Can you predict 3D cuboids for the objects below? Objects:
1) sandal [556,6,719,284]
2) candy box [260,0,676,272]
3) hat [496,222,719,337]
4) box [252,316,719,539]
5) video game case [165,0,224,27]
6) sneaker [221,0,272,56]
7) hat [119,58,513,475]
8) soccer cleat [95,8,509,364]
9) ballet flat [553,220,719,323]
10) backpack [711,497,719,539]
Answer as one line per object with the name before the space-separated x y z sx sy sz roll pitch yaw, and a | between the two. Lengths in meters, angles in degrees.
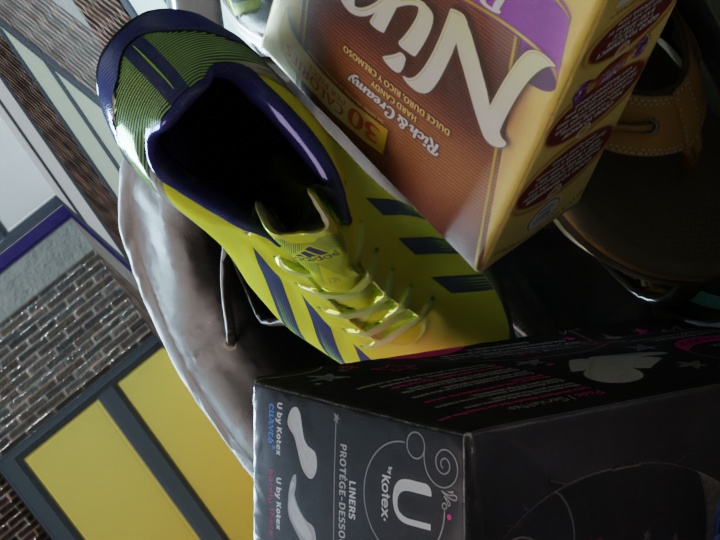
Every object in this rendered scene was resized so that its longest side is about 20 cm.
sandal | 0.085 -0.077 1.002 0.054 0.080 0.201 -2 125 52
candy box | 0.041 -0.103 0.910 0.117 0.056 0.200 46 149 17
hat | 0.080 -0.010 1.215 0.201 0.081 0.201 49 170 12
box | 0.073 0.096 0.994 0.114 0.199 0.133 10 103 50
video game case | -0.085 -0.200 1.158 0.200 0.023 0.183 85 172 -58
sneaker | -0.054 -0.166 1.288 0.200 0.074 0.085 44 168 39
hat | 0.000 0.000 1.156 0.200 0.081 0.202 16 120 30
soccer cleat | -0.015 -0.012 0.998 0.200 0.065 0.084 43 -178 -31
ballet flat | 0.075 -0.054 1.102 0.200 0.068 0.068 41 -151 25
backpack | 0.182 0.124 0.901 0.200 0.190 0.154 59 -176 -39
